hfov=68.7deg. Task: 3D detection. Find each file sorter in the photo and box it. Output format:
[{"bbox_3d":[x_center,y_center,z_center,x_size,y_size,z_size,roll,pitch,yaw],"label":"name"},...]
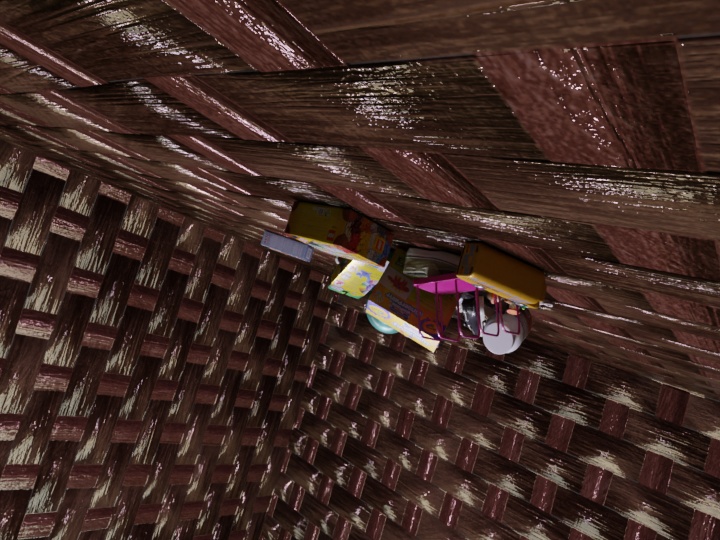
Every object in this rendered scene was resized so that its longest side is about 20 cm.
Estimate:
[{"bbox_3d":[0.229,0.080,1.126,0.194,0.131,0.137,-10,164,32],"label":"file sorter"}]

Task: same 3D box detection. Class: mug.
[{"bbox_3d":[0.074,0.106,1.590,0.179,0.158,0.114,18,180,5],"label":"mug"}]

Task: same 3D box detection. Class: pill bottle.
[{"bbox_3d":[0.411,0.163,1.480,0.109,0.117,0.198,16,-163,27],"label":"pill bottle"}]

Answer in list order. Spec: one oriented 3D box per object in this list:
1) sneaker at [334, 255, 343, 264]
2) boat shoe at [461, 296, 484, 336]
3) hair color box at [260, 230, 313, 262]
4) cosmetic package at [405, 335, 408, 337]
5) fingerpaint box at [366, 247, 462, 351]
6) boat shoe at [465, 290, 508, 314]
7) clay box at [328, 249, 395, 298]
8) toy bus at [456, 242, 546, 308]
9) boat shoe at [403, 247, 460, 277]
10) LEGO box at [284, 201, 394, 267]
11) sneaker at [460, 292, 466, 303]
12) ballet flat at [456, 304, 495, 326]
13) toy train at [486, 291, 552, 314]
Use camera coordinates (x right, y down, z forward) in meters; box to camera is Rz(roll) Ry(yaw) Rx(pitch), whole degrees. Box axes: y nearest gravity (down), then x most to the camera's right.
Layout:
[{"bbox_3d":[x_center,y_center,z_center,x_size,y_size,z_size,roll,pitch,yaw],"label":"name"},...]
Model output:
[{"bbox_3d":[-0.020,-0.011,1.527,0.085,0.077,0.202,42,161,23],"label":"sneaker"},{"bbox_3d":[0.297,0.123,1.393,0.058,0.077,0.201,-2,159,12],"label":"boat shoe"},{"bbox_3d":[-0.298,-0.098,2.151,0.193,0.063,0.099,19,176,13],"label":"hair color box"},{"bbox_3d":[0.220,0.126,1.669,0.098,0.207,0.071,19,175,-20],"label":"cosmetic package"},{"bbox_3d":[0.135,0.070,1.294,0.195,0.169,0.074,28,153,10],"label":"fingerpaint box"},{"bbox_3d":[0.325,0.074,1.473,0.196,0.067,0.071,14,172,42],"label":"boat shoe"},{"bbox_3d":[0.000,0.000,1.442,0.112,0.049,0.200,20,140,-24],"label":"clay box"},{"bbox_3d":[0.271,0.012,0.979,0.194,0.067,0.078,21,172,-22],"label":"toy bus"},{"bbox_3d":[0.173,-0.006,1.186,0.071,0.064,0.197,21,174,-36],"label":"boat shoe"},{"bbox_3d":[-0.048,-0.081,1.151,0.196,0.080,0.147,15,174,46],"label":"LEGO box"},{"bbox_3d":[0.200,0.032,1.421,0.112,0.084,0.198,18,178,-21],"label":"sneaker"},{"bbox_3d":[0.335,0.112,1.610,0.197,0.071,0.069,34,177,7],"label":"ballet flat"},{"bbox_3d":[0.381,0.073,1.304,0.196,0.058,0.148,23,174,-37],"label":"toy train"}]
